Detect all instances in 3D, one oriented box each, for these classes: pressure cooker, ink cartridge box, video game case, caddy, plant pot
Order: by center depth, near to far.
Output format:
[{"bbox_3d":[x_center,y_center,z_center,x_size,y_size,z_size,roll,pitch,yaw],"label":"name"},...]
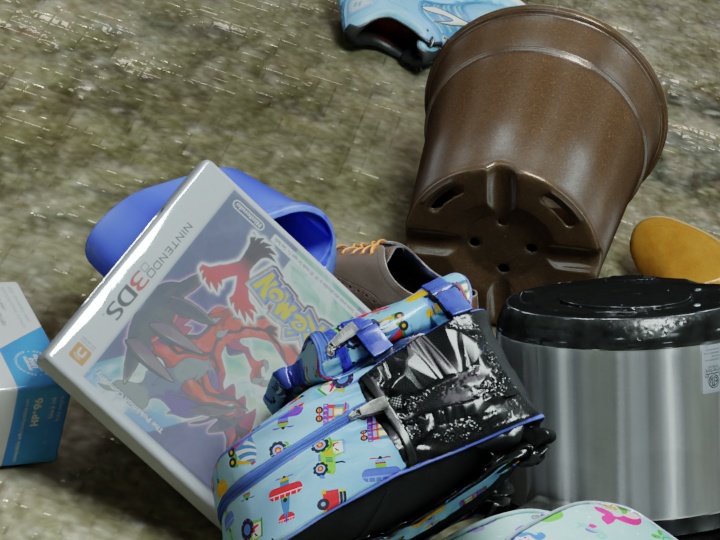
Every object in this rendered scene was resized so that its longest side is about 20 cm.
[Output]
[{"bbox_3d":[-0.298,0.070,1.459,0.200,0.068,0.116,-4,37,-30],"label":"ink cartridge box"},{"bbox_3d":[-0.079,0.058,1.474,0.200,0.023,0.182,43,60,-12],"label":"video game case"},{"bbox_3d":[0.175,0.112,1.519,0.176,0.200,0.179,-4,9,-2],"label":"pressure cooker"},{"bbox_3d":[-0.101,0.015,1.575,0.105,0.142,0.200,34,36,30],"label":"caddy"},{"bbox_3d":[0.126,-0.071,1.791,0.200,0.200,0.198,19,40,3],"label":"plant pot"}]

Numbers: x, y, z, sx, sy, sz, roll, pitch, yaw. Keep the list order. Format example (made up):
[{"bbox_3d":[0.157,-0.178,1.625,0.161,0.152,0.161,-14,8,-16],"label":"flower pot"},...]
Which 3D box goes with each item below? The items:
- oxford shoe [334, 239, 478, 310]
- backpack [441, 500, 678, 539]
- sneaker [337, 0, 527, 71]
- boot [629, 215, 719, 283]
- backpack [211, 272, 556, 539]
[{"bbox_3d":[0.000,0.000,1.712,0.200,0.073,0.071,26,33,13],"label":"oxford shoe"},{"bbox_3d":[0.123,0.225,1.362,0.177,0.151,0.200,-19,42,-42],"label":"backpack"},{"bbox_3d":[0.073,-0.210,2.101,0.200,0.078,0.090,11,51,-4],"label":"sneaker"},{"bbox_3d":[0.246,0.034,1.783,0.144,0.071,0.201,-13,47,-44],"label":"boot"},{"bbox_3d":[-0.005,0.111,1.387,0.200,0.183,0.135,-25,76,-14],"label":"backpack"}]
